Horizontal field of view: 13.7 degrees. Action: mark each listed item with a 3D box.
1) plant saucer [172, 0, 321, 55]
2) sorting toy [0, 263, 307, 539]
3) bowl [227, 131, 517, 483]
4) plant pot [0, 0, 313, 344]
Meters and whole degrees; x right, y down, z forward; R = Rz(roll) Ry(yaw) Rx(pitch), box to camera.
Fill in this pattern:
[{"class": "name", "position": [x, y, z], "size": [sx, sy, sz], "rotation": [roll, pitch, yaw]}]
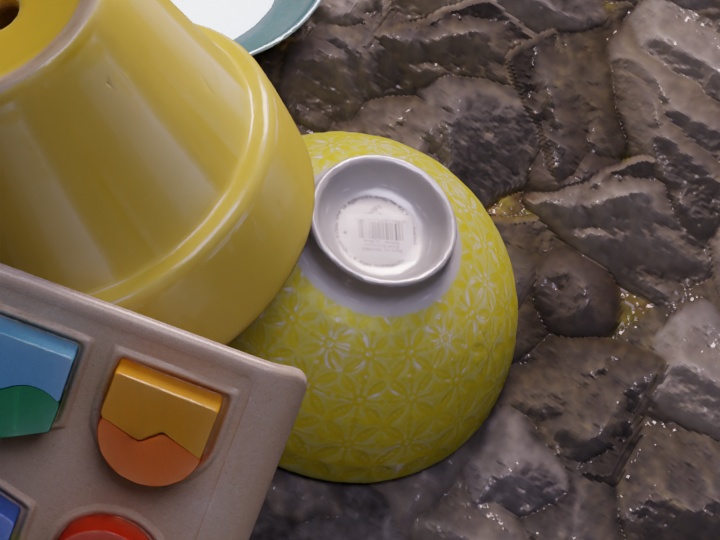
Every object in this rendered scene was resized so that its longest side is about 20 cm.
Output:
[{"class": "plant saucer", "position": [-0.113, -0.192, 1.709], "size": [0.199, 0.036, 0.201], "rotation": [7, 59, -11]}, {"class": "sorting toy", "position": [-0.146, 0.098, 1.453], "size": [0.199, 0.186, 0.037], "rotation": [18, 26, -7]}, {"class": "bowl", "position": [0.000, 0.000, 1.588], "size": [0.199, 0.108, 0.201], "rotation": [7, 59, -12]}, {"class": "plant pot", "position": [-0.147, -0.071, 1.485], "size": [0.200, 0.189, 0.201], "rotation": [-12, 50, 15]}]
